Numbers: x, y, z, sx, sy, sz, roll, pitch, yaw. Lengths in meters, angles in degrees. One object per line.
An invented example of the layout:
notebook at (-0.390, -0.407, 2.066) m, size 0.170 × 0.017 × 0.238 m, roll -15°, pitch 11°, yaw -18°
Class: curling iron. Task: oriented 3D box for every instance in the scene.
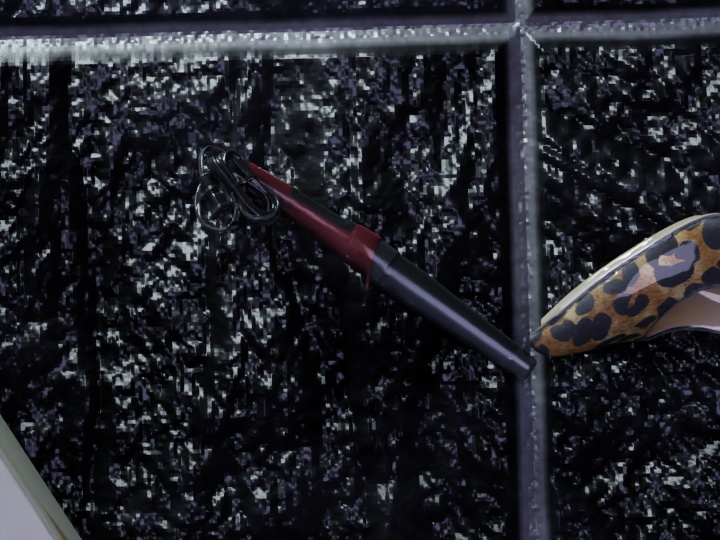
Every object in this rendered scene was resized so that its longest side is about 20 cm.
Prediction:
curling iron at (0.000, 0.000, 0.994) m, size 0.199 × 0.026 × 0.050 m, roll 32°, pitch 48°, yaw 0°

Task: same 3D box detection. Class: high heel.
high heel at (0.194, 0.041, 0.964) m, size 0.199 × 0.071 × 0.143 m, roll -24°, pitch 78°, yaw -11°

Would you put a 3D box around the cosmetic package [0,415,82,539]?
cosmetic package at (-0.218, 0.104, 0.966) m, size 0.105 × 0.071 × 0.200 m, roll -36°, pitch 84°, yaw -3°
